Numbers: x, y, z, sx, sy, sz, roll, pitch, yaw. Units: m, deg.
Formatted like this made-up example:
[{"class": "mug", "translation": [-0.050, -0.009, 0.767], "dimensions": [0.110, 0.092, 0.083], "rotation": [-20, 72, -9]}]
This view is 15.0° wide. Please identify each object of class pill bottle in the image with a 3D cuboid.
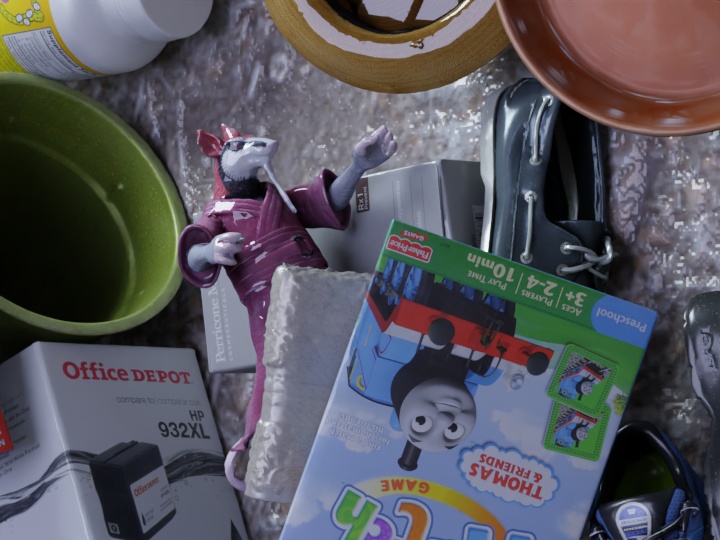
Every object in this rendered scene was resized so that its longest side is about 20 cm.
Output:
[{"class": "pill bottle", "translation": [-0.193, -0.177, 1.800], "dimensions": [0.200, 0.104, 0.104], "rotation": [-6, 83, 40]}]

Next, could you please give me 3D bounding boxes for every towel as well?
[{"class": "towel", "translation": [0.041, 0.069, 1.491], "dimensions": [0.034, 0.200, 0.133], "rotation": [-173, 90, -79]}]

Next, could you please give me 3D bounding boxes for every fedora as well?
[{"class": "fedora", "translation": [0.037, -0.201, 1.590], "dimensions": [0.200, 0.082, 0.201], "rotation": [0, 92, 18]}]

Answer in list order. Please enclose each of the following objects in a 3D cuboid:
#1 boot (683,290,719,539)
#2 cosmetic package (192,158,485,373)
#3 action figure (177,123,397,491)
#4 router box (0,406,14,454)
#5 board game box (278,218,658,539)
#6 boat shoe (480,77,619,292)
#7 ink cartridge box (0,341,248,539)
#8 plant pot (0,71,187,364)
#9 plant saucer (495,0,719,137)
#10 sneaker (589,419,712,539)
[{"class": "boot", "translation": [0.247, 0.090, 1.427], "dimensions": [0.131, 0.068, 0.200], "rotation": [-14, 81, 31]}, {"class": "cosmetic package", "translation": [0.000, 0.000, 1.632], "dimensions": [0.200, 0.090, 0.107], "rotation": [-13, 82, 37]}, {"class": "action figure", "translation": [-0.040, 0.004, 1.565], "dimensions": [0.200, 0.134, 0.149], "rotation": [64, 153, 18]}, {"class": "router box", "translation": [-0.303, 0.047, 1.709], "dimensions": [0.200, 0.049, 0.180], "rotation": [-18, 91, 59]}, {"class": "board game box", "translation": [0.054, 0.092, 1.445], "dimensions": [0.151, 0.037, 0.200], "rotation": [19, 88, 1]}, {"class": "boat shoe", "translation": [0.111, -0.016, 1.546], "dimensions": [0.062, 0.073, 0.200], "rotation": [-18, 70, 43]}, {"class": "ink cartridge box", "translation": [-0.152, 0.151, 1.712], "dimensions": [0.084, 0.145, 0.200], "rotation": [-31, 67, 35]}, {"class": "plant pot", "translation": [-0.245, 0.004, 1.795], "dimensions": [0.190, 0.200, 0.200], "rotation": [-46, 59, 42]}, {"class": "plant saucer", "translation": [0.171, -0.172, 1.487], "dimensions": [0.200, 0.032, 0.200], "rotation": [0, 90, 15]}, {"class": "sneaker", "translation": [0.150, 0.163, 1.433], "dimensions": [0.079, 0.089, 0.200], "rotation": [-16, 45, 13]}]
